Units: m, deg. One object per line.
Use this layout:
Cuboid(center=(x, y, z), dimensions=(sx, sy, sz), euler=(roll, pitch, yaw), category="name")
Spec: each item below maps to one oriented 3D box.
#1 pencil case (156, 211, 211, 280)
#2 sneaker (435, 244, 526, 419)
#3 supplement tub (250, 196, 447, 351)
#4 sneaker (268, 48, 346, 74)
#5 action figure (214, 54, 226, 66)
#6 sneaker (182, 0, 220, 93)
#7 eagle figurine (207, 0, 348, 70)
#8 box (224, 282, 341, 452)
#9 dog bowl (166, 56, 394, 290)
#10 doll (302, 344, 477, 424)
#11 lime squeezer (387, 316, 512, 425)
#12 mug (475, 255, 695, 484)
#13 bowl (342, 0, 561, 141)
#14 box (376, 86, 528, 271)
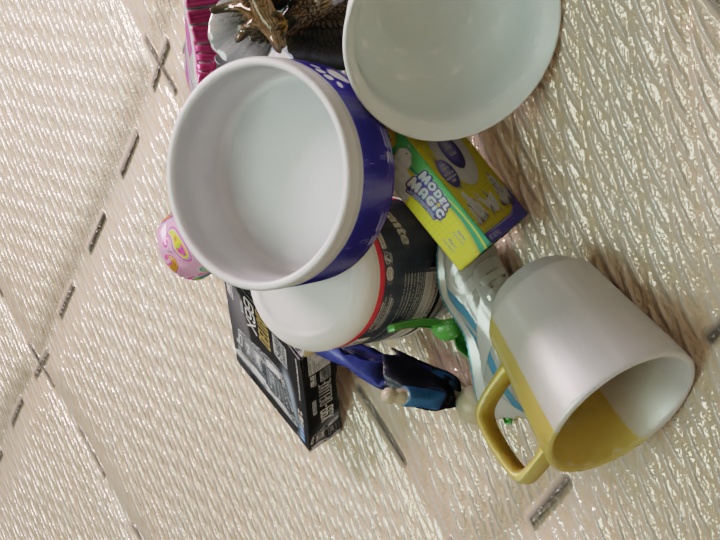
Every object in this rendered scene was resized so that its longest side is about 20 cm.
Cuboid(center=(-0.130, -0.056, 1.705), dimensions=(0.199, 0.087, 0.088), euler=(-27, 84, 45), category="pencil case")
Cuboid(center=(0.135, 0.043, 1.546), dimensions=(0.080, 0.076, 0.202), euler=(-8, 107, 48), category="sneaker")
Cuboid(center=(0.000, 0.000, 1.562), dimensions=(0.139, 0.199, 0.142), euler=(2, 94, 32), category="supplement tub")
Cuboid(center=(-0.079, -0.209, 1.678), dimensions=(0.200, 0.086, 0.076), euler=(30, 133, 61), category="sneaker")
Cuboid(center=(-0.138, -0.141, 1.729), dimensions=(0.201, 0.054, 0.119), euler=(95, -175, -55), category="action figure")
Cuboid(center=(-0.162, -0.255, 1.793), dimensions=(0.088, 0.080, 0.202), euler=(-151, 62, -70), category="sneaker")
Cuboid(center=(-0.031, -0.255, 1.499), dimensions=(0.150, 0.199, 0.153), euler=(31, 125, 28), category="eagle figurine")
Cuboid(center=(-0.087, 0.088, 1.839), dimensions=(0.158, 0.050, 0.201), euler=(48, 158, 28), category="box")
Cuboid(center=(-0.071, -0.086, 1.436), dimensions=(0.198, 0.079, 0.203), euler=(3, 95, 32), category="dog bowl")
Cuboid(center=(0.041, 0.107, 1.651), dimensions=(0.198, 0.136, 0.049), euler=(24, 104, 9), category="doll")
Cuboid(center=(0.089, 0.074, 1.582), dimensions=(0.037, 0.071, 0.200), euler=(2, 152, 44), category="lime squeezer")
Cuboid(center=(0.173, 0.080, 1.426), dimensions=(0.154, 0.186, 0.150), euler=(56, -179, 33), category="mug")
Cuboid(center=(0.067, -0.222, 1.422), dimensions=(0.090, 0.199, 0.203), euler=(-126, 32, -58), category="bowl")
Cuboid(center=(0.061, -0.104, 1.488), dimensions=(0.048, 0.117, 0.200), euler=(-42, 87, 27), category="box")
